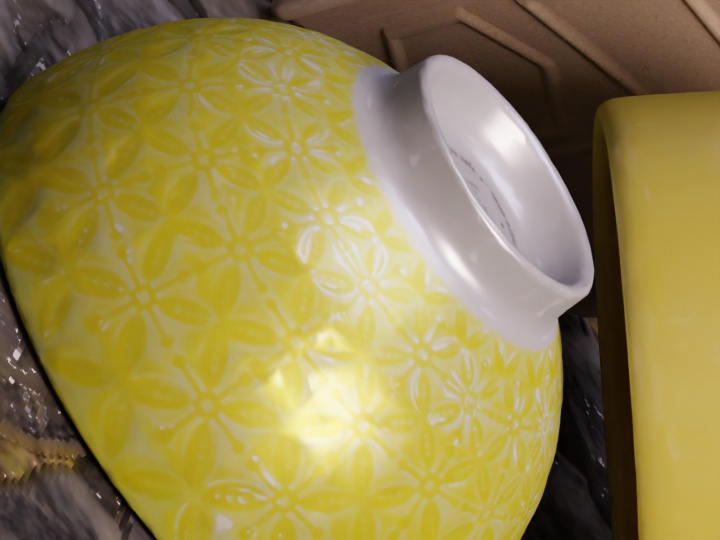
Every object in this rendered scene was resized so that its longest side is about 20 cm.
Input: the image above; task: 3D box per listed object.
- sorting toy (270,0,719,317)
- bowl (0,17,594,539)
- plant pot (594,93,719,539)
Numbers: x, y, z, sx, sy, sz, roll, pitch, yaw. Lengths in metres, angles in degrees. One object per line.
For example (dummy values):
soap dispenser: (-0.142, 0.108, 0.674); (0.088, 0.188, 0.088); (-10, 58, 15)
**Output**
sorting toy: (0.093, -0.056, 1.040); (0.200, 0.185, 0.037); (42, 57, -30)
bowl: (0.000, 0.000, 0.846); (0.200, 0.108, 0.200); (45, 24, -26)
plant pot: (0.172, 0.041, 0.923); (0.201, 0.188, 0.202); (-5, 90, -88)
